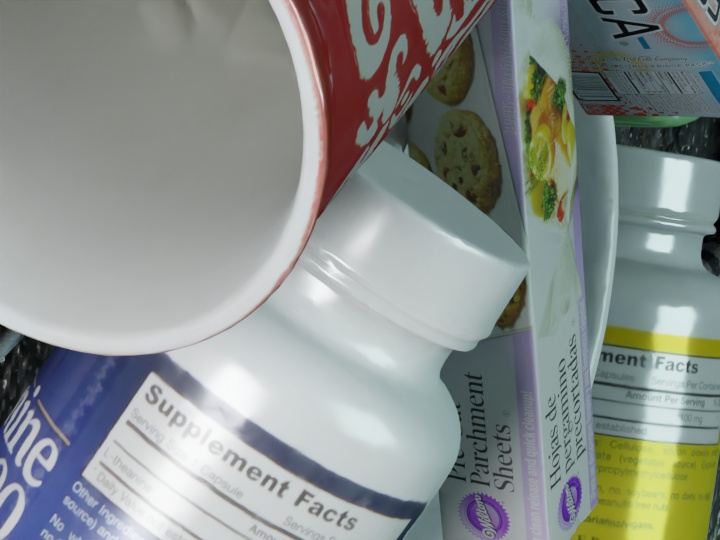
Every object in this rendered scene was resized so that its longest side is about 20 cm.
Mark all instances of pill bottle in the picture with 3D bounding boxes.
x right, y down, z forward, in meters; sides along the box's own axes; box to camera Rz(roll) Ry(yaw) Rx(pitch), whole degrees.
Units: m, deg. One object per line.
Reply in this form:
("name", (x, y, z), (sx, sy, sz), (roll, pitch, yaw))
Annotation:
("pill bottle", (-0.042, 0.057, 0.830), (0.200, 0.111, 0.111), (-56, 156, 10))
("pill bottle", (0.089, 0.051, 1.174), (0.111, 0.111, 0.201), (6, 93, -64))

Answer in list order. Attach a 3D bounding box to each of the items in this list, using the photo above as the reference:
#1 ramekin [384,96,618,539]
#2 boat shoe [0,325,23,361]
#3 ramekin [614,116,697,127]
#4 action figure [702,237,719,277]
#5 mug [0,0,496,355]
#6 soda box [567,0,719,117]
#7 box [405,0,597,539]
("ramekin", (0.000, 0.000, 0.985), (0.200, 0.105, 0.201), (-31, 126, -56))
("boat shoe", (-0.090, -0.027, 0.838), (0.202, 0.065, 0.075), (-48, 139, -48))
("ramekin", (0.091, -0.148, 1.125), (0.200, 0.097, 0.201), (-31, 126, -57))
("action figure", (0.204, -0.038, 1.397), (0.194, 0.104, 0.200), (-59, 164, -47))
("mug", (-0.024, -0.100, 0.735), (0.200, 0.133, 0.178), (-46, 154, -53))
("soda box", (0.071, -0.120, 0.909), (0.200, 0.063, 0.069), (47, 51, -55))
("box", (0.042, -0.007, 0.904), (0.039, 0.041, 0.201), (-44, 137, -49))
